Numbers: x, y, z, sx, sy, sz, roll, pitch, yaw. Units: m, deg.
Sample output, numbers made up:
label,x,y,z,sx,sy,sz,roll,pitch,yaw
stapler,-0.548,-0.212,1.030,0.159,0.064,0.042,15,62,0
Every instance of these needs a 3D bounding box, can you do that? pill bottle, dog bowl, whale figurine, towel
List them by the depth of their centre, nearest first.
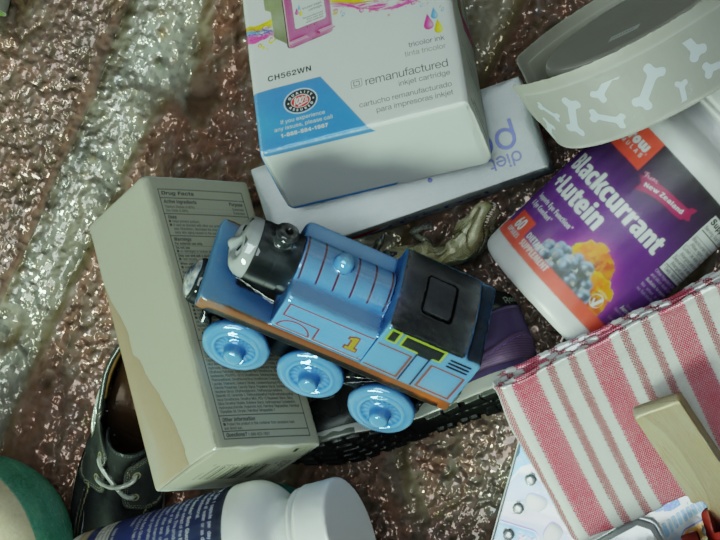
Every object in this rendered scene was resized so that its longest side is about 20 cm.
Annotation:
label,x,y,z,sx,sy,sz,roll,pitch,yaw
dog bowl,0.193,-0.149,1.419,0.199,0.200,0.059,-30,103,8
towel,0.201,0.085,1.439,0.199,0.030,0.147,-25,118,5
pill bottle,-0.093,0.204,1.449,0.199,0.111,0.112,-19,86,21
pill bottle,0.191,-0.046,1.455,0.200,0.111,0.111,-44,83,6
whale figurine,-0.261,0.225,1.543,0.159,0.104,0.201,20,115,35

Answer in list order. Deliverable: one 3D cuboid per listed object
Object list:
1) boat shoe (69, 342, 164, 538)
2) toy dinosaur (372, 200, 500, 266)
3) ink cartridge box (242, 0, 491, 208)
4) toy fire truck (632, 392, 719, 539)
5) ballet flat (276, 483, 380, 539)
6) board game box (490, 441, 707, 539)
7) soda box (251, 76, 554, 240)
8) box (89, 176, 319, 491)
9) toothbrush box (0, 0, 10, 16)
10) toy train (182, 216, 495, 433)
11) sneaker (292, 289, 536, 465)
label,x,y,z,sx,sy,sz,roll,pitch,yaw
boat shoe,-0.170,0.135,1.536,0.071,0.068,0.201,17,94,9
toy dinosaur,0.000,0.000,1.483,0.199,0.088,0.048,-20,70,16
ink cartridge box,-0.002,-0.161,1.463,0.144,0.085,0.201,-13,61,9
toy fire truck,0.199,0.196,1.430,0.175,0.129,0.201,-16,75,9
ballet flat,0.005,0.217,1.512,0.199,0.068,0.076,23,118,17
board game box,0.186,0.208,1.497,0.199,0.026,0.201,16,92,9
soda box,0.030,-0.069,1.505,0.199,0.063,0.069,-18,86,8
box,-0.108,0.042,1.476,0.078,0.095,0.201,-36,61,43
toothbrush box,-0.339,-0.279,1.557,0.199,0.086,0.146,14,91,8
toy train,-0.014,0.028,1.408,0.199,0.087,0.114,24,138,-10
sneaker,0.024,0.073,1.512,0.199,0.076,0.088,-18,72,5
